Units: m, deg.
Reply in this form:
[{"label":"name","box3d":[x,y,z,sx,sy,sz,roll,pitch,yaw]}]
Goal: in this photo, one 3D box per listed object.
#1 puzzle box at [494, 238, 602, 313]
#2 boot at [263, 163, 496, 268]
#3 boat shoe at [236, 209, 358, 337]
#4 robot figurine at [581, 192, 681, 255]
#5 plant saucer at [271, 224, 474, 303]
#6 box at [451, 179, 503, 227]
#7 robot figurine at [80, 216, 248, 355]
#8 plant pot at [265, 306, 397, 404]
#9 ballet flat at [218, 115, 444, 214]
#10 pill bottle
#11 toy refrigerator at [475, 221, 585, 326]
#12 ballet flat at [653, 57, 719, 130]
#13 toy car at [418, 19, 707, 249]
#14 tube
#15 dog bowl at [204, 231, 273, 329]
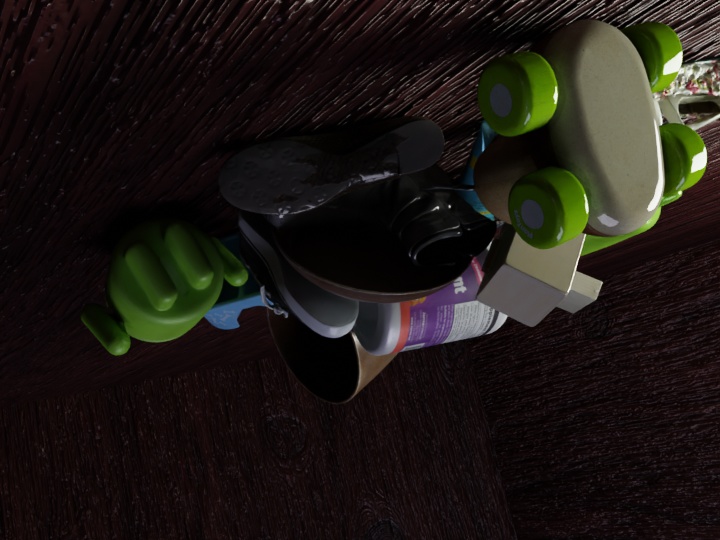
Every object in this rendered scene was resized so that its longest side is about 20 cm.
[{"label":"puzzle box","box3d":[0.200,-0.002,0.913,0.199,0.026,0.133,23,173,9]},{"label":"boot","box3d":[0.021,-0.053,0.651,0.199,0.132,0.070,-16,138,-23]},{"label":"boat shoe","box3d":[-0.072,0.010,0.709,0.073,0.199,0.068,-16,136,-37]},{"label":"robot figurine","box3d":[0.273,-0.083,0.846,0.175,0.116,0.200,-13,170,-40]},{"label":"plant saucer","box3d":[0.011,-0.028,0.692,0.199,0.200,0.032,-9,130,-24]},{"label":"box","box3d":[0.117,-0.073,0.949,0.199,0.046,0.159,-6,168,-40]},{"label":"robot figurine","box3d":[-0.217,0.013,0.768,0.175,0.116,0.200,-35,-179,-27]},{"label":"plant pot","box3d":[0.006,0.050,0.957,0.199,0.188,0.187,-27,180,-36]},{"label":"ballet flat","box3d":[-0.025,-0.096,0.613,0.199,0.068,0.046,-16,-159,-7]},{"label":"pill bottle","box3d":[0.093,0.021,0.766,0.199,0.112,0.111,-9,169,-23]},{"label":"toy refrigerator","box3d":[0.178,-0.055,0.681,0.070,0.201,0.076,25,151,1]},{"label":"ballet flat","box3d":[0.279,-0.156,0.650,0.199,0.064,0.076,-11,171,-12]},{"label":"toy car","box3d":[0.140,-0.100,0.582,0.163,0.159,0.200,-21,-173,-27]},{"label":"tube","box3d":[0.135,-0.094,0.766,0.077,0.051,0.201,-15,149,-22]},{"label":"dog bowl","box3d":[-0.131,0.002,0.853,0.199,0.112,0.050,-16,153,26]}]
